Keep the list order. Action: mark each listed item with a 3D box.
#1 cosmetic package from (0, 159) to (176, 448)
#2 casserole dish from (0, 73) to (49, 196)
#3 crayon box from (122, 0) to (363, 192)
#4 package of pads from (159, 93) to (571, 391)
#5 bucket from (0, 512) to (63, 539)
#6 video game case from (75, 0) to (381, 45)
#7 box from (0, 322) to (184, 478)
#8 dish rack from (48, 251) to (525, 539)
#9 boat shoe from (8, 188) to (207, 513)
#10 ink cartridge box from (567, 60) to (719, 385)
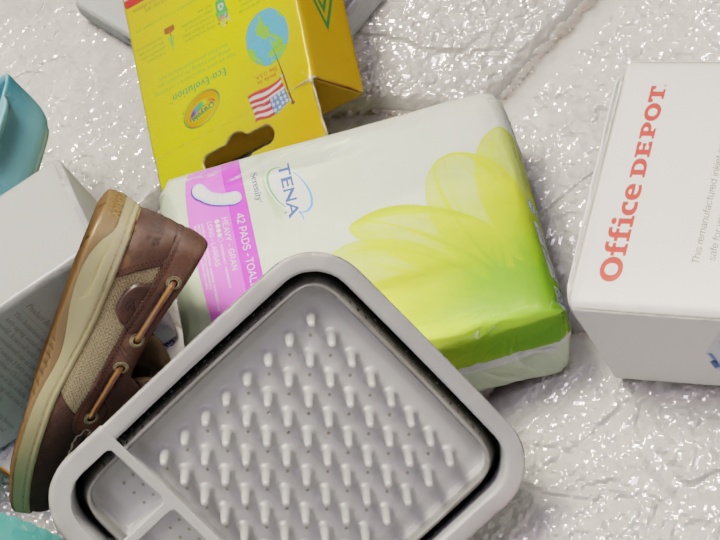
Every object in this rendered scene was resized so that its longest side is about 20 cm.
[{"bbox_3d":[-0.212,0.040,1.302,0.199,0.102,0.072,-32,53,5],"label":"cosmetic package"},{"bbox_3d":[-0.229,-0.029,1.382,0.200,0.039,0.122,-43,29,50],"label":"casserole dish"},{"bbox_3d":[-0.072,-0.143,1.375,0.126,0.051,0.202,-23,70,34],"label":"crayon box"},{"bbox_3d":[0.000,0.000,1.273,0.198,0.068,0.155,-15,56,2],"label":"package of pads"},{"bbox_3d":[-0.224,0.207,1.200,0.205,0.207,0.136,-6,59,22],"label":"bucket"},{"bbox_3d":[-0.054,-0.200,1.462,0.182,0.023,0.200,31,78,35],"label":"video game case"},{"bbox_3d":[-0.154,0.072,1.343,0.199,0.042,0.119,28,77,32],"label":"box"},{"bbox_3d":[-0.036,0.099,1.200,0.200,0.172,0.044,-42,13,11],"label":"dish rack"},{"bbox_3d":[-0.129,0.052,1.237,0.071,0.201,0.072,18,30,-8],"label":"boat shoe"},{"bbox_3d":[0.219,-0.022,1.187,0.198,0.086,0.147,2,63,28],"label":"ink cartridge box"}]
